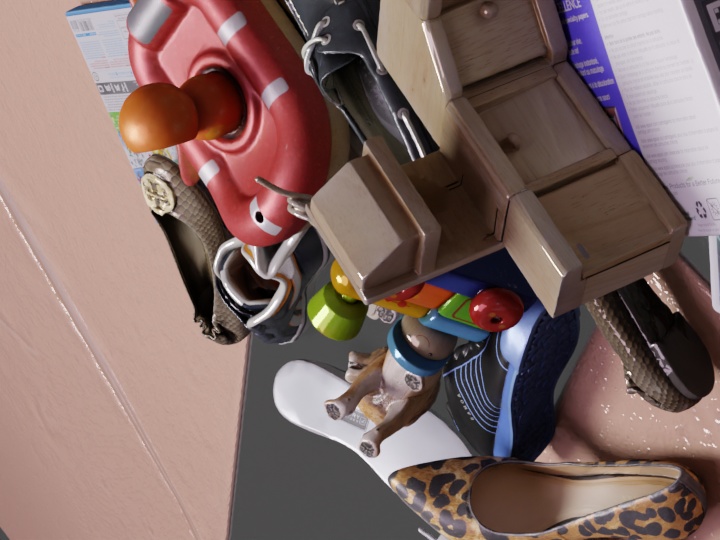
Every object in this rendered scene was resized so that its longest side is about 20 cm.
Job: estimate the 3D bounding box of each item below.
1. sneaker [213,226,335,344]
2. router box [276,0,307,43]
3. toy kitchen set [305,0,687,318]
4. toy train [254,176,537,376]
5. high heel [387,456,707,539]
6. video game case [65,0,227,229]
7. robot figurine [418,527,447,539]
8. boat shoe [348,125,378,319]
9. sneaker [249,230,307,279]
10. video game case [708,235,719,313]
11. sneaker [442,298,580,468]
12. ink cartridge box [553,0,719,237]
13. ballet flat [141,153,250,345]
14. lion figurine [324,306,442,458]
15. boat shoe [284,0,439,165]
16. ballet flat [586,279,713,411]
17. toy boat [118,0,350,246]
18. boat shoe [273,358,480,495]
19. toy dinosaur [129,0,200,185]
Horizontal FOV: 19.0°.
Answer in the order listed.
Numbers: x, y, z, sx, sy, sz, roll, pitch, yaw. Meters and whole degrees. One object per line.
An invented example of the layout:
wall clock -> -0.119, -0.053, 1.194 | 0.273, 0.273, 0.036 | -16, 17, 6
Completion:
sneaker -> -0.078, 0.011, 1.696 | 0.078, 0.079, 0.200 | 51, 155, 15
router box -> 0.026, -0.149, 1.368 | 0.200, 0.052, 0.157 | 50, 152, 20
toy kitchen set -> 0.056, -0.093, 1.111 | 0.200, 0.163, 0.181 | 58, 161, 28
toy train -> 0.000, 0.000, 1.344 | 0.116, 0.200, 0.085 | -50, 32, 43
high heel -> 0.121, 0.138, 1.397 | 0.200, 0.072, 0.143 | 15, 151, 0
video game case -> -0.172, -0.129, 1.788 | 0.143, 0.018, 0.200 | 5, 121, 59
robot figurine -> 0.121, 0.238, 1.530 | 0.200, 0.113, 0.170 | 29, 159, 48
boat shoe -> 0.019, -0.039, 1.506 | 0.067, 0.057, 0.200 | 50, 159, 32
sneaker -> -0.051, -0.076, 1.514 | 0.075, 0.089, 0.200 | 8, 138, 3
video game case -> 0.252, -0.023, 1.127 | 0.182, 0.023, 0.200 | 34, 145, 42
sneaker -> 0.093, 0.063, 1.447 | 0.078, 0.070, 0.200 | 39, 150, 23
ink cartridge box -> 0.151, -0.114, 1.148 | 0.200, 0.043, 0.198 | 67, 163, -7
ballet flat -> -0.138, -0.012, 1.781 | 0.067, 0.046, 0.200 | 27, 149, 41
lion figurine -> 0.039, 0.055, 1.526 | 0.072, 0.122, 0.200 | 44, 136, 5
boat shoe -> 0.001, -0.127, 1.305 | 0.200, 0.060, 0.076 | 50, 152, 20
ballet flat -> 0.141, -0.001, 1.285 | 0.046, 0.067, 0.200 | -29, 97, 40
toy boat -> -0.102, -0.105, 1.411 | 0.200, 0.131, 0.131 | 55, 138, 12
boat shoe -> 0.022, 0.122, 1.654 | 0.200, 0.057, 0.069 | 29, 101, 30
toy dinosaur -> -0.136, -0.152, 1.561 | 0.105, 0.200, 0.182 | 46, 123, 59
